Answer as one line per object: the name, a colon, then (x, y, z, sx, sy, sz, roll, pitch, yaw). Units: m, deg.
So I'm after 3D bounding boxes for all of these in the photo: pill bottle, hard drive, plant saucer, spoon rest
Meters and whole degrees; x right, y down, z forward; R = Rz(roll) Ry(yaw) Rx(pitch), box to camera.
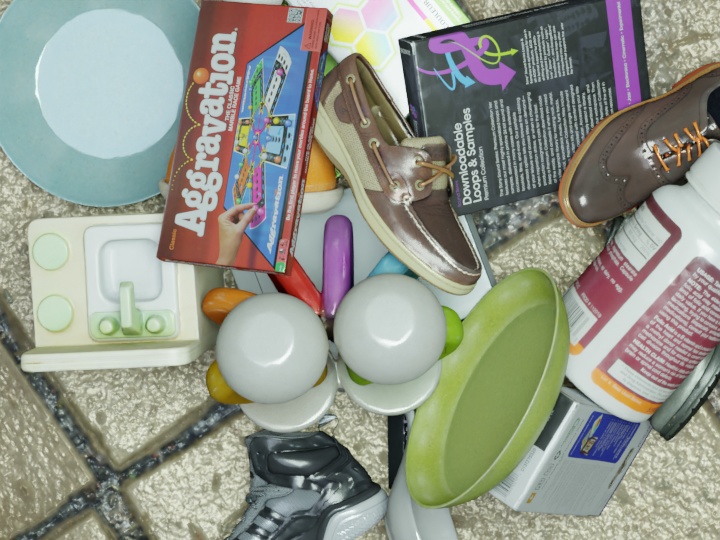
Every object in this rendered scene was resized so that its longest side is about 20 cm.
pill bottle: (0.238, 0.008, 1.434, 0.114, 0.114, 0.200, 41, 106, 1)
hard drive: (0.000, 0.000, 1.534, 0.199, 0.027, 0.132, -21, 90, 14)
plant saucer: (0.101, 0.093, 1.423, 0.031, 0.200, 0.200, 28, 96, -17)
spoon rest: (0.038, 0.163, 1.515, 0.061, 0.099, 0.200, -30, 71, 14)
plant saucer: (-0.207, -0.153, 1.550, 0.200, 0.039, 0.202, 0, 95, 5)

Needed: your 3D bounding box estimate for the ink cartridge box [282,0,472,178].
ink cartridge box: (-0.016, -0.168, 1.515, 0.200, 0.076, 0.148, -40, 90, 5)

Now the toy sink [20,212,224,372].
toy sink: (-0.185, 0.010, 1.480, 0.130, 0.200, 0.113, -3, 94, 6)

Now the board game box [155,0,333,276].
board game box: (-0.086, -0.100, 1.402, 0.103, 0.019, 0.201, 6, 81, 18)

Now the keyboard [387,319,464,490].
keyboard: (0.072, 0.090, 1.545, 0.104, 0.040, 0.201, 0, 95, 5)

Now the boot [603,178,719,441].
boot: (0.247, 0.024, 1.524, 0.130, 0.068, 0.201, 27, 95, 14)

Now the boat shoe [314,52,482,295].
boat shoe: (0.035, -0.075, 1.407, 0.072, 0.072, 0.200, -42, 72, 28)

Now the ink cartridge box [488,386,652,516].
ink cartridge box: (0.168, 0.143, 1.474, 0.037, 0.200, 0.095, 33, 97, 28)

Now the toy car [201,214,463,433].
toy car: (-0.025, 0.033, 1.443, 0.199, 0.175, 0.151, -9, 73, -1)

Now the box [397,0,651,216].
box: (0.133, -0.131, 1.475, 0.199, 0.036, 0.144, -15, 107, -20)

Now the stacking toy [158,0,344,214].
stacking toy: (-0.081, -0.145, 1.468, 0.146, 0.146, 0.201, 4, 99, 4)

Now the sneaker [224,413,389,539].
sneaker: (-0.084, 0.195, 1.550, 0.200, 0.075, 0.114, -28, 91, 0)

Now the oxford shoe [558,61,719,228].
oxford shoe: (0.238, -0.102, 1.461, 0.200, 0.073, 0.071, -38, 105, -15)
